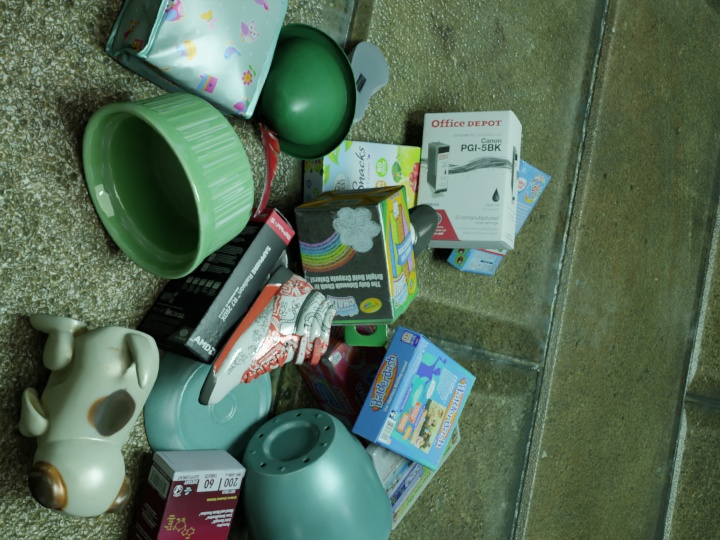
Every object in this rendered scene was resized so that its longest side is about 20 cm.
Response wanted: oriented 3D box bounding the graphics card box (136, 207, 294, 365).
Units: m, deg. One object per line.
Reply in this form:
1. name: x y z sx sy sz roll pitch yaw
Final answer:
1. graphics card box: -0.179 0.013 1.011 0.051 0.124 0.201 48 63 -36

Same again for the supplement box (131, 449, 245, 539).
1. supplement box: -0.225 0.331 1.024 0.108 0.061 0.203 9 100 -43

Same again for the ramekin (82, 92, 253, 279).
1. ramekin: -0.213 -0.102 0.923 0.097 0.198 0.203 -34 117 -44

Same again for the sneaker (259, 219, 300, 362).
1. sneaker: -0.095 0.030 1.110 0.083 0.075 0.203 3 103 1

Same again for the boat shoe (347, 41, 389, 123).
1. boat shoe: -0.015 -0.259 1.174 0.074 0.068 0.201 44 41 -25

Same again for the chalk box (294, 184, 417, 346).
1. chalk box: 0.000 0.000 1.086 0.124 0.123 0.203 -41 127 -65

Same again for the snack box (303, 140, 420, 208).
1. snack box: 0.005 -0.118 1.218 0.198 0.053 0.145 -3 96 -43

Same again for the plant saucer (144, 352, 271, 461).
1. plant saucer: -0.189 0.178 1.081 0.198 0.036 0.204 -6 99 -43

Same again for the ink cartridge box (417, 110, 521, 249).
1. ink cartridge box: 0.167 -0.140 1.266 0.083 0.145 0.204 20 74 -66

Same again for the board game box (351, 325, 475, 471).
1. board game box: 0.080 0.183 1.135 0.200 0.045 0.154 40 72 -52

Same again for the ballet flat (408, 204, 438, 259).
1. ballet flat: 0.031 -0.021 1.180 0.200 0.068 0.068 -43 162 11

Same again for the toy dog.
1. toy dog: -0.288 0.164 0.889 0.139 0.192 0.203 27 70 -54

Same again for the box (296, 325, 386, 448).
1. box: -0.010 0.162 1.204 0.096 0.099 0.202 -46 123 -31

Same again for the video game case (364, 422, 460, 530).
1. video game case: 0.084 0.264 1.239 0.200 0.022 0.184 -45 138 -34

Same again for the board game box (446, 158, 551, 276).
1. board game box: 0.235 -0.089 1.370 0.151 0.036 0.202 8 116 -60

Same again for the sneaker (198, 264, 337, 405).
1. sneaker: -0.104 0.098 0.990 0.107 0.067 0.203 33 61 -3

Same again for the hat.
1. hat: -0.110 -0.204 0.981 0.175 0.199 0.167 -22 148 -56

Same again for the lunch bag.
1. lunch bag: -0.183 -0.309 0.976 0.169 0.121 0.203 24 84 -41

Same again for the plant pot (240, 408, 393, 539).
1. plant pot: -0.071 0.285 1.082 0.200 0.199 0.163 -37 124 -34
